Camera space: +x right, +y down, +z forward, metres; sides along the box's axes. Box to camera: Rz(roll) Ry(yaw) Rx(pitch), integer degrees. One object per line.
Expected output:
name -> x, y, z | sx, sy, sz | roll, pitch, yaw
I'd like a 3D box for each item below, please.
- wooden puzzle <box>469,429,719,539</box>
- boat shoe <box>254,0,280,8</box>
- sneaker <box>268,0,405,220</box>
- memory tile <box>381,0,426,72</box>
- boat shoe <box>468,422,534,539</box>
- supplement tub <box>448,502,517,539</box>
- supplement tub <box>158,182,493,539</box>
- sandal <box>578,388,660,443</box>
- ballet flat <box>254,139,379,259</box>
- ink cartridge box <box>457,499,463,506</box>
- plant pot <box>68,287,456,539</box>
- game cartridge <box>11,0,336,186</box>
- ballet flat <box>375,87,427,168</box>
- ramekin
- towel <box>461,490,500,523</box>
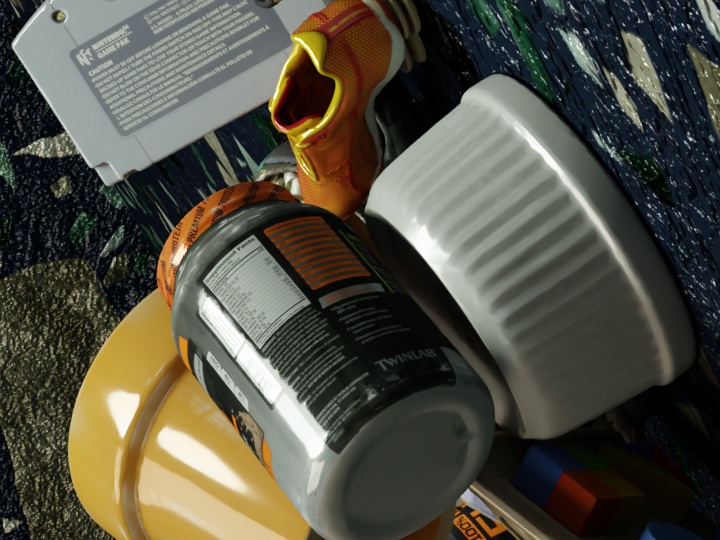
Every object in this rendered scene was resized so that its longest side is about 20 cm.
wooden puzzle -> 0.172, 0.150, 1.540 | 0.200, 0.046, 0.185 | 42, -158, 30
boat shoe -> -0.066, -0.231, 1.543 | 0.074, 0.060, 0.200 | 48, 168, 38
sneaker -> -0.026, -0.095, 1.648 | 0.073, 0.077, 0.200 | 50, 155, 26
memory tile -> -0.013, -0.209, 1.594 | 0.154, 0.017, 0.200 | 53, 170, 20
boat shoe -> 0.077, 0.101, 1.638 | 0.200, 0.072, 0.065 | 50, 150, -14
supplement tub -> 0.105, 0.213, 1.895 | 0.123, 0.200, 0.123 | 53, 170, 13
supplement tub -> -0.025, 0.047, 1.507 | 0.200, 0.122, 0.123 | 50, 169, 38
sandal -> 0.142, 0.087, 1.709 | 0.082, 0.054, 0.200 | 55, 171, 3
ballet flat -> 0.000, 0.000, 1.754 | 0.200, 0.072, 0.072 | 48, 170, 10
ink cartridge box -> 0.015, 0.081, 1.951 | 0.200, 0.083, 0.147 | 41, -150, -39
plant pot -> -0.046, 0.120, 1.650 | 0.183, 0.200, 0.201 | 34, 159, 41
game cartridge -> -0.114, -0.152, 1.706 | 0.134, 0.199, 0.042 | 60, -159, -10
ballet flat -> -0.028, -0.109, 1.764 | 0.200, 0.057, 0.066 | 38, 135, -8
ramekin -> 0.088, 0.000, 1.522 | 0.201, 0.105, 0.200 | 54, 171, 13
towel -> 0.065, 0.084, 1.716 | 0.146, 0.024, 0.200 | 32, 149, 9
